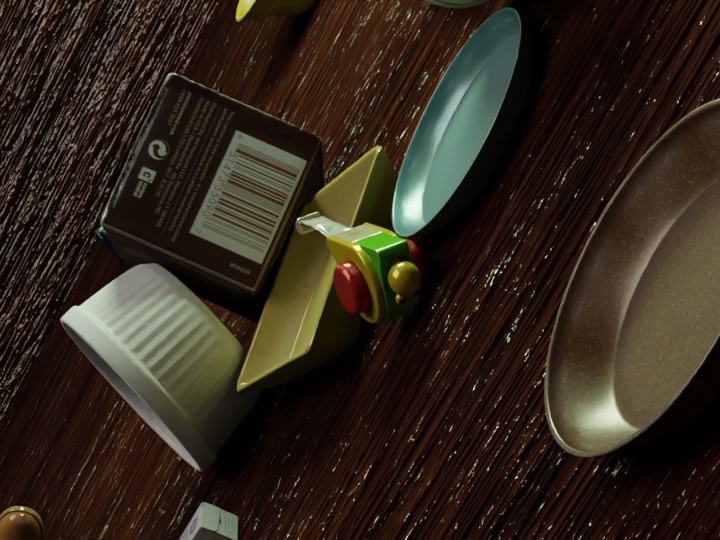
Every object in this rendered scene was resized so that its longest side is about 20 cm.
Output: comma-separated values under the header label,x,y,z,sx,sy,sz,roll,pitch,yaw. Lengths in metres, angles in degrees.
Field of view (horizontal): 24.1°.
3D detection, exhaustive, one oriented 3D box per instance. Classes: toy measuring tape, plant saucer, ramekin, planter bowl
label,x,y,z,sx,sy,sz,roll,pitch,yaw
toy measuring tape,0.000,0.000,1.340,0.074,0.073,0.200,-65,26,-2
plant saucer,-0.030,0.010,1.494,0.200,0.048,0.201,-33,35,64
plant saucer,0.085,-0.113,1.343,0.201,0.027,0.201,-56,18,28
ramekin,-0.184,0.086,1.624,0.105,0.200,0.200,-43,11,-12
plant saucer,0.162,0.009,0.865,0.201,0.036,0.201,-58,16,27
planter bowl,-0.090,-0.413,2.307,0.201,0.083,0.201,-57,16,26

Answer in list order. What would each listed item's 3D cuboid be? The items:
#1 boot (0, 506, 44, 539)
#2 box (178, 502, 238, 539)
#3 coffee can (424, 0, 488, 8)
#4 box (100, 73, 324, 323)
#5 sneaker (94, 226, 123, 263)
label,x,y,z,sx,sy,sz,roll,pitch,yaw
boot,-0.500,0.445,2.365,0.155,0.073,0.201,-88,15,-59
box,-0.173,0.300,1.535,0.201,0.039,0.042,-58,18,24
coffee can,0.106,-0.296,1.330,0.147,0.146,0.200,-67,15,-8
box,-0.140,-0.066,1.664,0.200,0.163,0.167,97,-164,-79
sneaker,-0.400,-0.063,2.864,0.077,0.076,0.200,-44,11,-12
